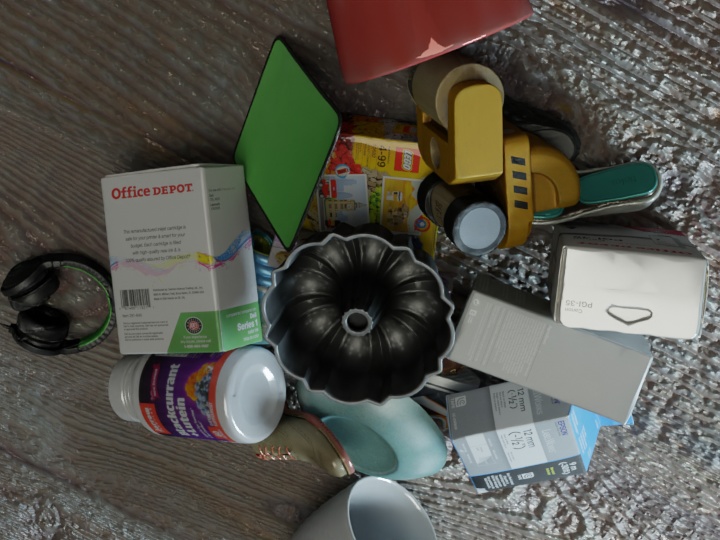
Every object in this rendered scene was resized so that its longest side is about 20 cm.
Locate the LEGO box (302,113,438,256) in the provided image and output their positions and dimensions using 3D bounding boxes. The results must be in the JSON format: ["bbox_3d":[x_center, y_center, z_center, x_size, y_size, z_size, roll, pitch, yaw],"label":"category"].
[{"bbox_3d":[0.013,-0.064,1.375,0.148,0.077,0.201,7,116,5],"label":"LEGO box"}]

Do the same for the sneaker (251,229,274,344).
[{"bbox_3d":[-0.153,0.018,1.448,0.200,0.079,0.131,0,91,27],"label":"sneaker"}]

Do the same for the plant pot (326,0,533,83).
[{"bbox_3d":[0.045,-0.297,1.209,0.200,0.200,0.178,-18,102,16],"label":"plant pot"}]

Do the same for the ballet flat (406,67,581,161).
[{"bbox_3d":[0.140,-0.162,1.332,0.200,0.057,0.067,26,102,3],"label":"ballet flat"}]

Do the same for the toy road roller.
[{"bbox_3d":[0.137,-0.120,1.243,0.146,0.123,0.201,-11,112,-12],"label":"toy road roller"}]

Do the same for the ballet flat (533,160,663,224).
[{"bbox_3d":[0.225,-0.078,1.348,0.199,0.069,0.070,-5,114,10],"label":"ballet flat"}]

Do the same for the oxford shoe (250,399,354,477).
[{"bbox_3d":[-0.084,0.204,1.455,0.075,0.200,0.071,-38,123,-23],"label":"oxford shoe"}]

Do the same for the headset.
[{"bbox_3d":[-0.388,0.050,1.477,0.199,0.094,0.124,-7,114,-1],"label":"headset"}]

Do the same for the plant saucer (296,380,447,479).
[{"bbox_3d":[0.004,0.192,1.465,0.201,0.039,0.201,21,144,16],"label":"plant saucer"}]

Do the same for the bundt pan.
[{"bbox_3d":[0.002,0.037,1.294,0.201,0.076,0.202,3,116,7],"label":"bundt pan"}]

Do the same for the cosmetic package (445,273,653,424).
[{"bbox_3d":[0.199,0.081,1.317,0.200,0.107,0.090,23,101,6],"label":"cosmetic package"}]

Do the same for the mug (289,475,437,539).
[{"bbox_3d":[0.004,0.366,1.554,0.200,0.148,0.175,22,132,-35],"label":"mug"}]

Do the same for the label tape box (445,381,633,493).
[{"bbox_3d":[0.211,0.183,1.436,0.199,0.066,0.143,-12,142,12],"label":"label tape box"}]

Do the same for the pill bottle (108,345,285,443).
[{"bbox_3d":[-0.196,0.140,1.458,0.200,0.111,0.112,-1,117,35],"label":"pill bottle"}]

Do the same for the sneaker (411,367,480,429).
[{"bbox_3d":[0.034,0.129,1.462,0.200,0.078,0.080,21,110,-4],"label":"sneaker"}]

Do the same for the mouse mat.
[{"bbox_3d":[-0.080,-0.135,1.303,0.008,0.200,0.161,7,121,-30],"label":"mouse mat"}]

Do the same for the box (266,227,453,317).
[{"bbox_3d":[0.000,0.000,1.342,0.200,0.039,0.042,18,118,-1],"label":"box"}]

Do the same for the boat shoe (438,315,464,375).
[{"bbox_3d":[0.092,0.084,1.415,0.199,0.070,0.071,6,96,-11],"label":"boat shoe"}]

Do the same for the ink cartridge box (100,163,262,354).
[{"bbox_3d":[-0.197,-0.013,1.372,0.144,0.084,0.201,-3,94,30],"label":"ink cartridge box"}]

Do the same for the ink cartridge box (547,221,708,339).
[{"bbox_3d":[0.273,0.005,1.295,0.146,0.200,0.083,6,100,5],"label":"ink cartridge box"}]
